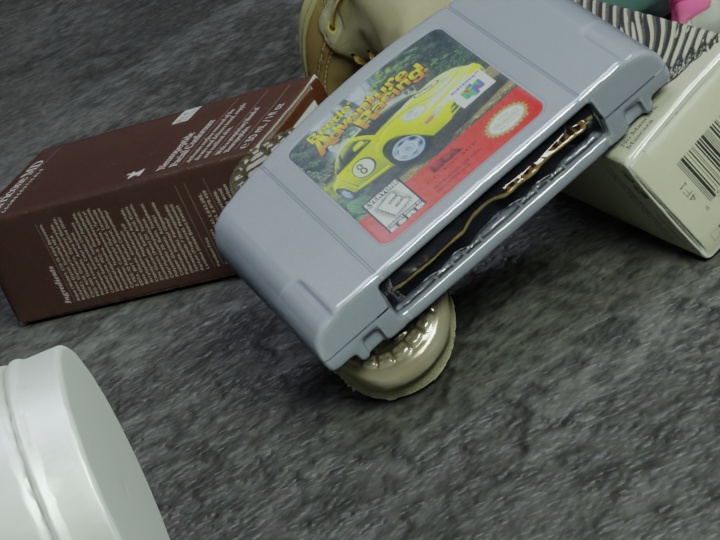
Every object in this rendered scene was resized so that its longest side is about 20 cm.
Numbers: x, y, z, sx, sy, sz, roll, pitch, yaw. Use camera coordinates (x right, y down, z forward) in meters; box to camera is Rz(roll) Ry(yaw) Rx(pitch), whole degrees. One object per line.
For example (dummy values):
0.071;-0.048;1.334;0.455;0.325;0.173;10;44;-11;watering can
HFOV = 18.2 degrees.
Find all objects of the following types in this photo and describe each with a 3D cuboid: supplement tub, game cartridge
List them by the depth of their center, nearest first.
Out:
-0.181;0.127;0.879;0.199;0.133;0.132;-23;21;1;supplement tub
0.030;-0.053;1.020;0.200;0.041;0.133;-41;34;-5;game cartridge

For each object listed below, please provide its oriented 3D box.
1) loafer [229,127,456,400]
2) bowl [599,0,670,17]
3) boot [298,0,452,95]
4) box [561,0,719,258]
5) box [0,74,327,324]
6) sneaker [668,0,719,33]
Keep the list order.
0.000;0.000;1.073;0.075;0.068;0.200;-35;38;3;loafer
0.157;-0.214;1.321;0.200;0.105;0.201;-32;19;13;bowl
0.029;-0.118;1.282;0.072;0.200;0.156;-5;55;-25;boot
0.127;-0.076;1.081;0.082;0.068;0.200;-48;25;-5;box
-0.110;-0.040;1.275;0.199;0.075;0.100;-15;24;29;box
0.211;-0.160;1.161;0.088;0.082;0.200;-6;13;27;sneaker
